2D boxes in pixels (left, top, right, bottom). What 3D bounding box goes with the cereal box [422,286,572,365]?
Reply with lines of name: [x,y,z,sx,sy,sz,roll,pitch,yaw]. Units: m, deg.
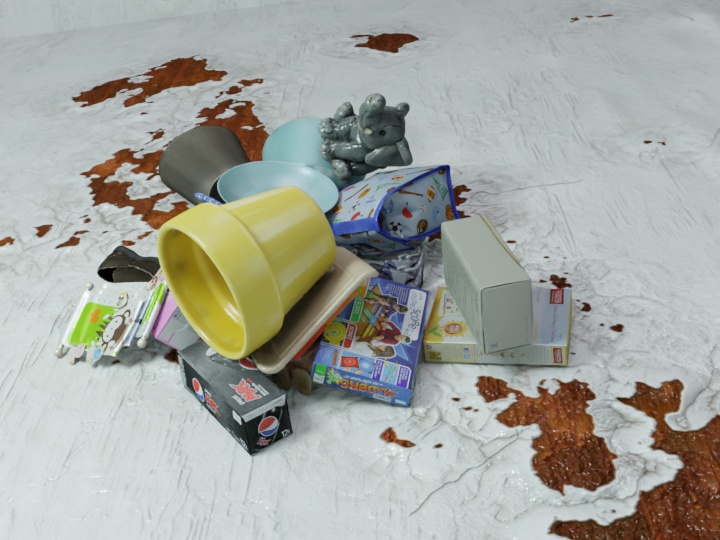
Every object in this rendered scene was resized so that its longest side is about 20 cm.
cereal box: [0.195,0.076,1.305,0.197,0.040,0.144,1,31,16]

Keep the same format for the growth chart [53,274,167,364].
growth chart: [-0.371,0.071,1.393,0.197,0.018,0.147,-6,57,31]

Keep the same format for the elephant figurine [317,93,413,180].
elephant figurine: [0.032,-0.227,1.549,0.198,0.143,0.155,-14,20,47]

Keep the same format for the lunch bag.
lunch bag: [0.037,-0.091,1.523,0.168,0.126,0.199,-5,14,46]

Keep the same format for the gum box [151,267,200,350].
gum box: [-0.251,0.017,1.397,0.201,0.066,0.113,-56,36,2]

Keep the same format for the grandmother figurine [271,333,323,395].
grandmother figurine: [-0.038,0.095,1.316,0.120,0.061,0.200,18,40,24]

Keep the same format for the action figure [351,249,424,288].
action figure: [0.000,0.000,1.451,0.196,0.071,0.130,4,12,5]

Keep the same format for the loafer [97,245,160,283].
loafer: [-0.367,0.019,1.534,0.071,0.074,0.198,-40,36,-29]

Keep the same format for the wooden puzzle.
wooden puzzle: [-0.070,0.054,1.280,0.200,0.037,0.185,-42,19,-4]

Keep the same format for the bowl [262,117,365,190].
bowl: [-0.084,-0.163,1.675,0.197,0.202,0.106,-4,49,7]

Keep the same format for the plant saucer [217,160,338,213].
plant saucer: [-0.134,-0.117,1.516,0.197,0.039,0.202,5,33,-3]

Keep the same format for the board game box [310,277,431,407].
board game box: [0.018,0.086,1.270,0.133,0.035,0.201,15,40,2]

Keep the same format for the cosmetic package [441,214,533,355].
cosmetic package: [0.170,0.015,1.272,0.072,0.105,0.201,-11,30,-7]

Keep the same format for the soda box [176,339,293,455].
soda box: [-0.169,0.158,1.231,0.070,0.064,0.199,-24,33,-26]

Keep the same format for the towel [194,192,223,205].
towel: [-0.165,-0.061,1.435,0.199,0.144,0.024,28,86,53]

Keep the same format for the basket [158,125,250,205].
basket: [-0.273,-0.179,1.788,0.178,0.138,0.200,-24,36,-19]

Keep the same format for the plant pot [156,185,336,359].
plant pot: [-0.140,-0.014,1.242,0.188,0.203,0.199,-32,37,-30]

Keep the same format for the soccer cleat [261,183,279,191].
soccer cleat: [-0.209,-0.086,1.558,0.200,0.084,0.064,-45,39,-16]
